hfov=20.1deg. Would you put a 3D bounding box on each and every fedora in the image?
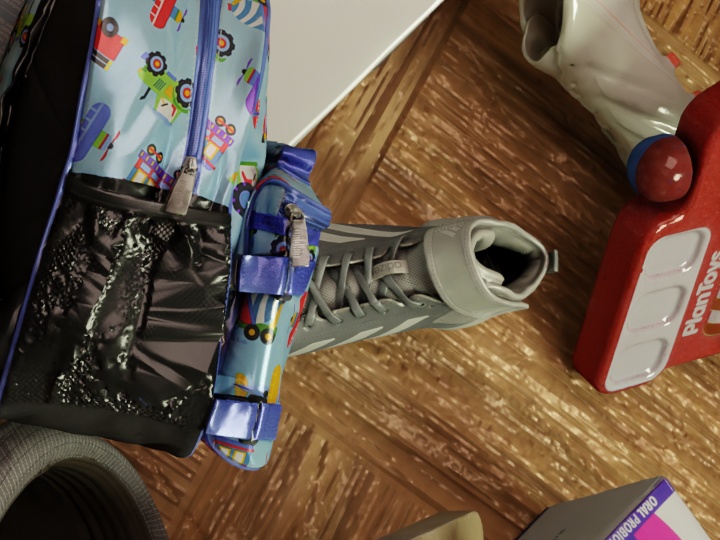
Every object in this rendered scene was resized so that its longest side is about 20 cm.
[{"bbox_3d":[-0.146,0.158,0.817,0.177,0.090,0.200,-45,126,-56],"label":"fedora"}]

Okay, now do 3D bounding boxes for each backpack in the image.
[{"bbox_3d":[-0.086,-0.037,0.797,0.134,0.183,0.200,12,89,-14],"label":"backpack"}]

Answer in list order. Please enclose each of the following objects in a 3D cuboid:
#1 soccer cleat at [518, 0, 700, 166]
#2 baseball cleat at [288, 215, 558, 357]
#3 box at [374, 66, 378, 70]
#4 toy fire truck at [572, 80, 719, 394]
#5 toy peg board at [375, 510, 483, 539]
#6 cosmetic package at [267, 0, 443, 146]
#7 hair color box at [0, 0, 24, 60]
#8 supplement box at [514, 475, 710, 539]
[{"bbox_3d":[0.124,-0.111,1.064,0.078,0.069,0.200,-36,125,-17],"label":"soccer cleat"},{"bbox_3d":[0.000,0.000,0.959,0.200,0.106,0.070,-10,84,-30],"label":"baseball cleat"},{"bbox_3d":[0.068,-0.194,1.004,0.038,0.200,0.137,40,59,-6],"label":"box"},{"bbox_3d":[0.198,-0.031,1.037,0.168,0.200,0.112,-15,47,-30],"label":"toy fire truck"},{"bbox_3d":[0.045,0.212,0.823,0.199,0.098,0.200,-9,94,-63],"label":"toy peg board"},{"bbox_3d":[-0.059,-0.103,0.920,0.200,0.085,0.108,-43,99,-2],"label":"cosmetic package"},{"bbox_3d":[-0.164,-0.135,0.913,0.061,0.099,0.200,34,61,-15],"label":"hair color box"},{"bbox_3d":[0.146,0.214,0.978,0.101,0.103,0.200,-40,98,-34],"label":"supplement box"}]
